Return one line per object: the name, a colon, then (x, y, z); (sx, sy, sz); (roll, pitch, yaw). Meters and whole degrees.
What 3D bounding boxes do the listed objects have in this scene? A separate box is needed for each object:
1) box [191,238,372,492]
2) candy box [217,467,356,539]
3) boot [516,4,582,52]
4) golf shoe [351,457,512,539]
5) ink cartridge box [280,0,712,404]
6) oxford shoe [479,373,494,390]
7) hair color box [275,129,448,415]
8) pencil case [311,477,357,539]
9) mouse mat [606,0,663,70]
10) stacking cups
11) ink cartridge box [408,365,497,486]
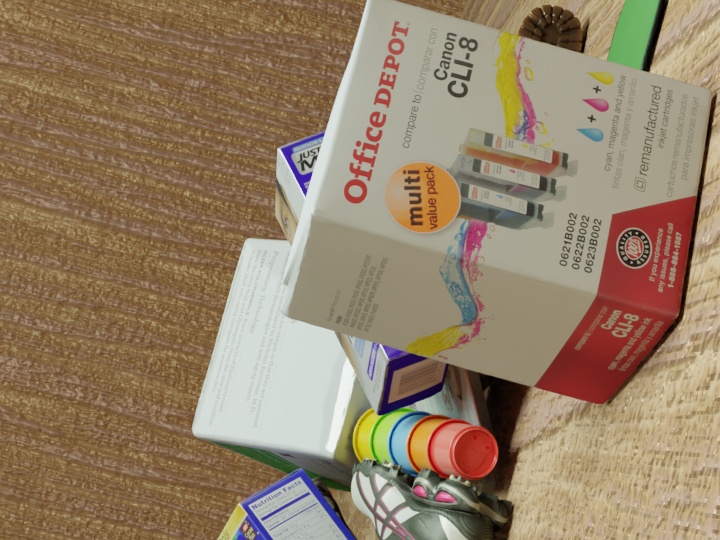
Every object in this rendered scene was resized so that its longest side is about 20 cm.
box: (-0.012, 0.095, 1.494); (0.199, 0.171, 0.200); (32, -113, -49)
candy box: (-0.043, 0.294, 1.340); (0.077, 0.200, 0.169); (-23, -26, -37)
boot: (0.145, -0.128, 1.449); (0.107, 0.075, 0.200); (102, -170, -69)
golf shoe: (0.034, 0.193, 1.216); (0.088, 0.077, 0.200); (-68, 19, -10)
ink cartridge box: (0.071, -0.036, 0.900); (0.145, 0.200, 0.145); (110, 175, -66)
oxford shoe: (0.100, 0.029, 1.458); (0.073, 0.071, 0.200); (100, -178, -47)
hair color box: (0.000, 0.000, 1.257); (0.109, 0.065, 0.200); (98, 149, -62)
pencil case: (-0.027, 0.292, 1.448); (0.200, 0.089, 0.078); (60, 162, 13)
mouse mat: (0.190, -0.146, 1.163); (0.161, 0.008, 0.200); (-153, 79, -88)
stacking cups: (0.050, 0.143, 1.275); (0.200, 0.060, 0.061); (179, 107, -73)
ink cartridge box: (0.066, 0.054, 1.299); (0.176, 0.045, 0.200); (30, 138, 65)
